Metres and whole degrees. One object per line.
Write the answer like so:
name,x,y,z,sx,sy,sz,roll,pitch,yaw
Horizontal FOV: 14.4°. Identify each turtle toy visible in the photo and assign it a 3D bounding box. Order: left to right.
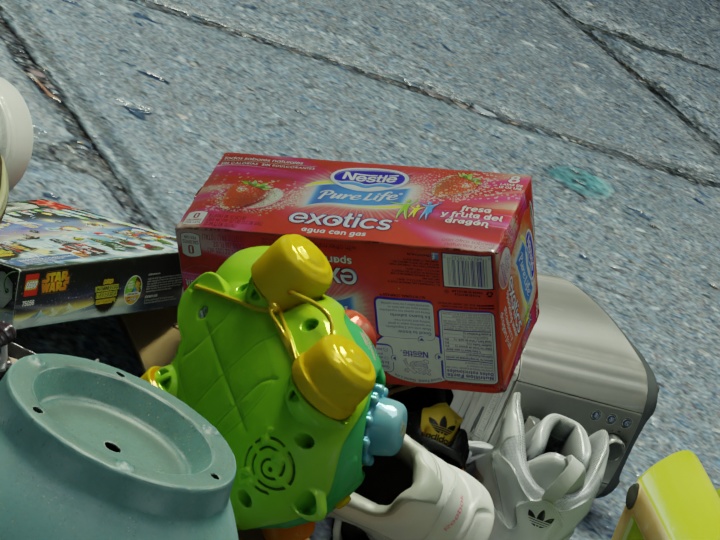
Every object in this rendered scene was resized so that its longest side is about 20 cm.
turtle toy,-0.044,0.059,1.491,0.101,0.146,0.200,28,28,-39

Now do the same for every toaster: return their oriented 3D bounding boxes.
toaster,0.098,0.063,1.904,0.129,0.114,0.200,13,23,-30

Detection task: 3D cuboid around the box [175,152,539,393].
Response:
box,0.000,0.000,1.691,0.199,0.100,0.096,4,32,17

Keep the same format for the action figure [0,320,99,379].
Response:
action figure,-0.166,0.077,1.560,0.129,0.070,0.200,18,13,5

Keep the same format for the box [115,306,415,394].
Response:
box,-0.060,0.035,1.769,0.163,0.021,0.200,-14,29,-11

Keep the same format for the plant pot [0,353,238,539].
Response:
plant pot,-0.137,0.125,1.351,0.199,0.135,0.200,25,17,-8

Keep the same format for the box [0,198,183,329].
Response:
box,-0.201,-0.006,1.725,0.136,0.040,0.200,15,11,28

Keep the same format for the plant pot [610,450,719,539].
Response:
plant pot,0.216,0.219,1.501,0.181,0.201,0.199,16,20,-14

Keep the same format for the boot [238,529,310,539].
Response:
boot,0.000,0.184,1.497,0.175,0.066,0.200,8,24,-47

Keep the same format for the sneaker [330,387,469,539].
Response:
sneaker,0.030,0.123,1.666,0.070,0.090,0.200,22,18,-13

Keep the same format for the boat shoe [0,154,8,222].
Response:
boat shoe,-0.257,-0.030,1.590,0.074,0.075,0.203,7,36,18

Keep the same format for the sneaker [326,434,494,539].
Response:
sneaker,-0.023,0.099,1.585,0.199,0.078,0.099,14,-23,28

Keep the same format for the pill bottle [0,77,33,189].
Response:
pill bottle,-0.294,-0.084,1.758,0.111,0.111,0.200,35,19,26

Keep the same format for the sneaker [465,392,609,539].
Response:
sneaker,0.096,0.125,1.717,0.075,0.115,0.200,24,18,-11
